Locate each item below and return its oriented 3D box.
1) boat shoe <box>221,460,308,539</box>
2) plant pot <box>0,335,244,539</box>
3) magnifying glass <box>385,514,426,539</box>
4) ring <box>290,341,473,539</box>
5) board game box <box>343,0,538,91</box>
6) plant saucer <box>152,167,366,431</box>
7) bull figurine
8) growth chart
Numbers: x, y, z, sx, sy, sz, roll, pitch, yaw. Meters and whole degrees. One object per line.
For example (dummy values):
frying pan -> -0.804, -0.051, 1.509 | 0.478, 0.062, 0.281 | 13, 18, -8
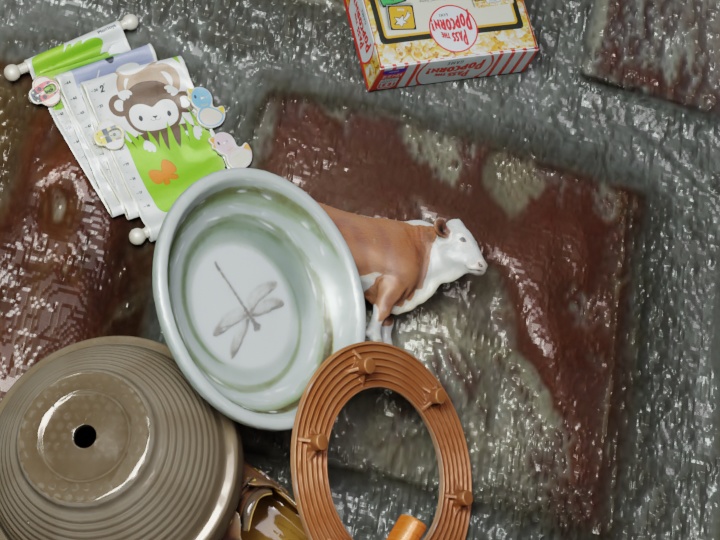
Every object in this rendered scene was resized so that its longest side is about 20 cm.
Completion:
boat shoe -> -0.090, 0.177, 1.474 | 0.199, 0.068, 0.072 | 34, 64, 0
plant pot -> -0.189, 0.134, 1.417 | 0.198, 0.093, 0.203 | -2, 68, 5
magnifying glass -> -0.010, 0.266, 1.404 | 0.022, 0.079, 0.201 | 39, 70, -24
ring -> 0.023, 0.153, 1.486 | 0.199, 0.019, 0.203 | 14, 71, -45
board game box -> 0.056, -0.264, 1.700 | 0.150, 0.046, 0.202 | -8, 71, -18
plant saucer -> -0.085, 0.025, 1.469 | 0.199, 0.050, 0.202 | 16, 66, -38
bull figurine -> 0.000, 0.000, 1.569 | 0.198, 0.065, 0.123 | 14, 72, -4
growth chart -> -0.179, -0.117, 1.595 | 0.144, 0.018, 0.201 | -33, 81, -25
